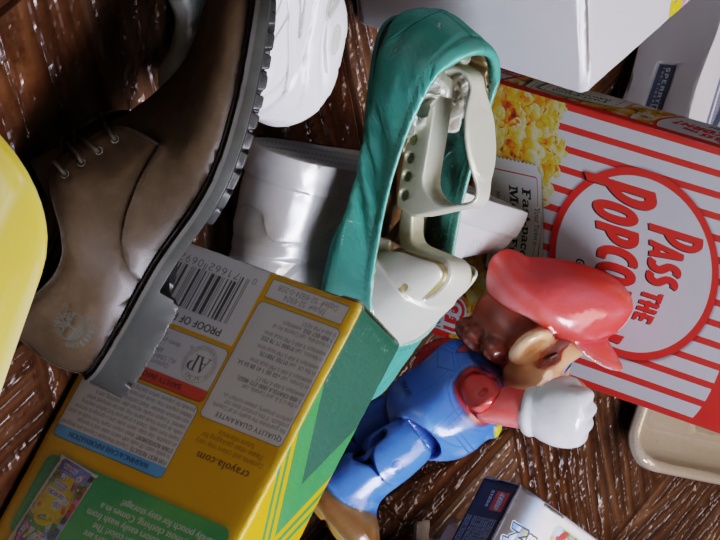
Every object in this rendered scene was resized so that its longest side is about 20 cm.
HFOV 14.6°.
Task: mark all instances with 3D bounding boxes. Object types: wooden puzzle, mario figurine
[{"bbox_3d":[0.239,0.040,1.858,0.185,0.037,0.200,16,88,-58],"label":"wooden puzzle"},{"bbox_3d":[0.065,0.077,1.475,0.200,0.123,0.106,-38,148,4],"label":"mario figurine"}]

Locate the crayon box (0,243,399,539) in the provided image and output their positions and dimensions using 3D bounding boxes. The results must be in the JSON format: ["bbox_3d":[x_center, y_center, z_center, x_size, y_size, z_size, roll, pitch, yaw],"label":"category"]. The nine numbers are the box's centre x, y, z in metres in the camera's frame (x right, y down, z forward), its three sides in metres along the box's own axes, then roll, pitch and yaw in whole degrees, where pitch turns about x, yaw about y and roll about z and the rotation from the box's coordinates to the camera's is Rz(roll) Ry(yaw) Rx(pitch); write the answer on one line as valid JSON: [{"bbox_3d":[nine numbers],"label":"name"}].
[{"bbox_3d":[-0.084,0.093,1.306,0.200,0.126,0.052,-62,147,-14],"label":"crayon box"}]

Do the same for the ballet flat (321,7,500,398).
[{"bbox_3d":[0.027,-0.026,1.357,0.067,0.070,0.200,0,104,-43],"label":"ballet flat"}]

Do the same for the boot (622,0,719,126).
[{"bbox_3d":[0.191,-0.071,1.684,0.090,0.073,0.200,39,72,-50],"label":"boot"}]

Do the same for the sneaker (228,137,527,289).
[{"bbox_3d":[0.000,0.000,1.444,0.200,0.074,0.116,7,102,-47],"label":"sneaker"}]

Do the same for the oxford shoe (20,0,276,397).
[{"bbox_3d":[-0.099,-0.047,1.241,0.200,0.084,0.073,-63,-168,8],"label":"oxford shoe"}]

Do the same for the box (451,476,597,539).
[{"bbox_3d":[0.065,0.221,1.461,0.110,0.035,0.200,37,74,-29],"label":"box"}]

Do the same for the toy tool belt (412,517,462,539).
[{"bbox_3d":[0.067,0.194,1.584,0.200,0.125,0.123,-5,107,-70],"label":"toy tool belt"}]

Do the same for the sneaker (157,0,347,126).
[{"bbox_3d":[-0.045,-0.160,1.284,0.099,0.078,0.200,-9,112,-51],"label":"sneaker"}]

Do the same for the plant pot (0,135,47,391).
[{"bbox_3d":[-0.212,0.026,1.033,0.189,0.201,0.201,-61,150,-45],"label":"plant pot"}]

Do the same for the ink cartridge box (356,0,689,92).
[{"bbox_3d":[0.104,-0.211,1.413,0.200,0.147,0.145,-41,138,-38],"label":"ink cartridge box"}]

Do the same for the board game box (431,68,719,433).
[{"bbox_3d":[0.134,-0.015,1.511,0.046,0.200,0.152,-16,118,-53],"label":"board game box"}]
